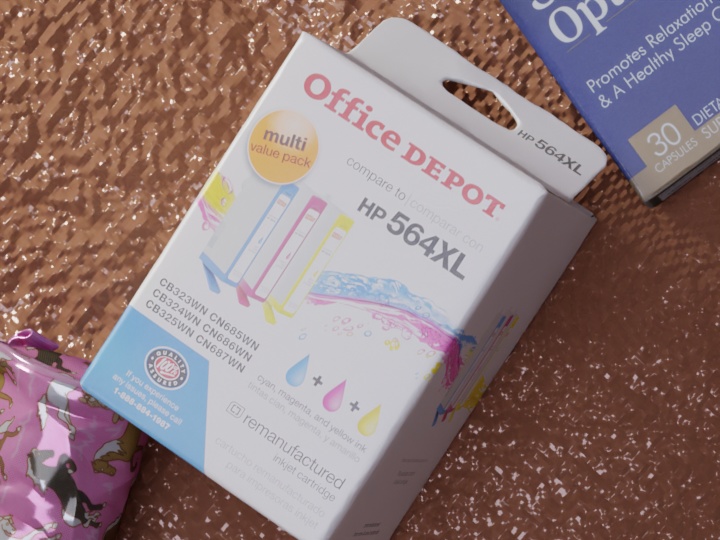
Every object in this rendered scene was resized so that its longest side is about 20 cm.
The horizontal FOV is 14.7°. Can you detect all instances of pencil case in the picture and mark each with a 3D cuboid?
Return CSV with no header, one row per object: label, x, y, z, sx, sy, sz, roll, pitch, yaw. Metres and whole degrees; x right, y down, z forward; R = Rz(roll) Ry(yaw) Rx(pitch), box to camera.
pencil case,-0.156,0.130,1.231,0.086,0.083,0.201,21,92,3

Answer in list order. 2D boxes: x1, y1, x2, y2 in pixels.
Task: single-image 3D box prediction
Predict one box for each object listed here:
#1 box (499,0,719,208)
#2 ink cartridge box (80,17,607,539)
box,0.115,-0.143,1.212,0.121,0.032,0.200,-37,78,9
ink cartridge box,0.000,0.000,1.180,0.128,0.125,0.200,33,95,13
